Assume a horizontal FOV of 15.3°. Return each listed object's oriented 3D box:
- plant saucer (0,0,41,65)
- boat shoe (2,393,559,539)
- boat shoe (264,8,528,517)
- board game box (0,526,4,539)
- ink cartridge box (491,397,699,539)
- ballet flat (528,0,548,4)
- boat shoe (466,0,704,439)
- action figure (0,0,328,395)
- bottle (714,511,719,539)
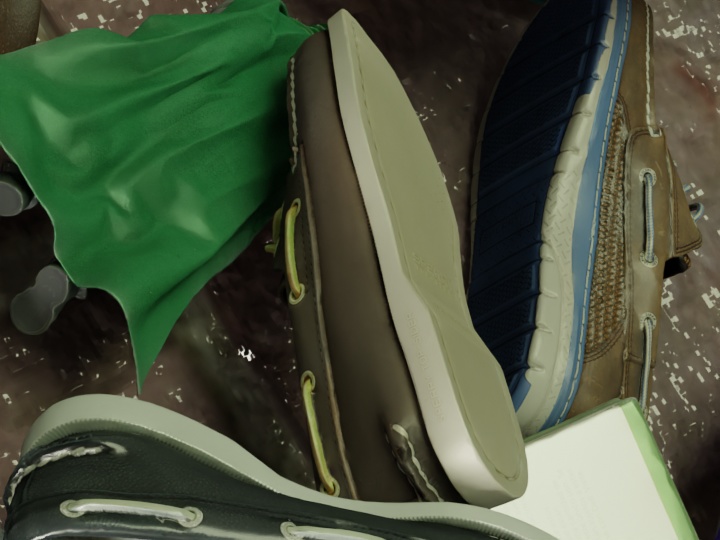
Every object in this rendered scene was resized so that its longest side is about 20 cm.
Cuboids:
[{"bbox_3d":[-0.169,-0.137,0.858,0.200,0.037,0.200,39,28,-26],"label":"plant saucer"},{"bbox_3d":[-0.011,0.101,0.789,0.200,0.076,0.060,16,33,-6],"label":"boat shoe"},{"bbox_3d":[0.000,0.000,0.871,0.072,0.060,0.200,42,26,-49],"label":"boat shoe"},{"bbox_3d":[-0.212,0.021,0.776,0.147,0.064,0.200,-15,73,-38],"label":"board game box"},{"bbox_3d":[0.030,0.143,0.867,0.200,0.048,0.146,-21,86,-23],"label":"ink cartridge box"},{"bbox_3d":[0.023,-0.155,1.032,0.200,0.068,0.075,9,44,-27],"label":"ballet flat"},{"bbox_3d":[0.085,-0.018,0.994,0.072,0.072,0.200,25,63,-26],"label":"boat shoe"},{"bbox_3d":[-0.058,-0.045,0.910,0.200,0.055,0.118,-37,103,-52],"label":"action figure"},{"bbox_3d":[0.177,0.067,0.973,0.083,0.065,0.200,14,31,8],"label":"bottle"}]
